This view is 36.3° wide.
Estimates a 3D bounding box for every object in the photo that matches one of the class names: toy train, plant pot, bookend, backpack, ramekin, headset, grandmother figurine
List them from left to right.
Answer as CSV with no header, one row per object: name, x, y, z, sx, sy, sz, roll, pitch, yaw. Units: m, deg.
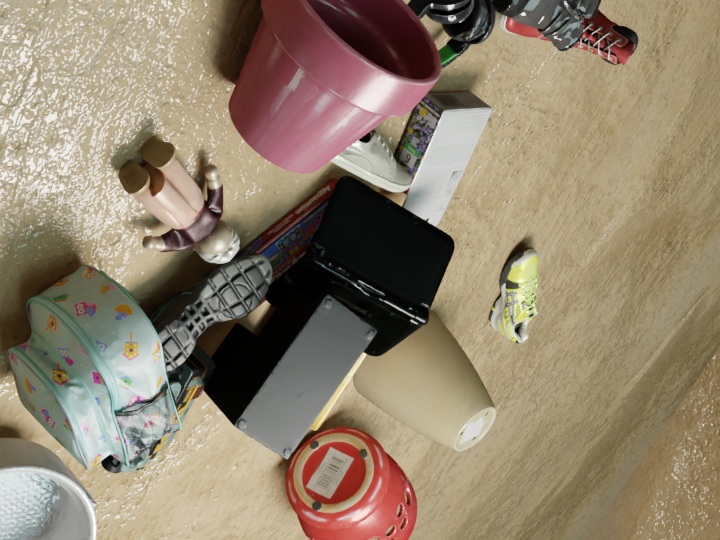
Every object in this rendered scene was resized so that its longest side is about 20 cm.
ramekin,-0.420,0.296,1.292,0.200,0.098,0.201,-10,115,-23
backpack,-0.298,0.105,1.214,0.153,0.176,0.201,-28,140,-36
toy train,-0.267,0.178,1.427,0.114,0.085,0.201,-10,134,-58
grandmother figurine,-0.199,-0.065,1.257,0.121,0.061,0.200,-38,146,2
bookend,-0.106,0.112,1.443,0.092,0.200,0.199,37,85,-27
plant pot,-0.042,-0.210,1.175,0.200,0.200,0.179,-4,144,-48
plant pot,-0.017,0.376,1.837,0.200,0.200,0.183,-40,146,-12
plant pot,0.122,0.197,1.805,0.187,0.200,0.188,-31,146,-24
headset,0.128,-0.316,1.338,0.200,0.094,0.123,-47,150,12

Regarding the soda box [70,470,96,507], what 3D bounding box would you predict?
soda box,-0.437,0.346,1.412,0.200,0.068,0.064,-48,149,0

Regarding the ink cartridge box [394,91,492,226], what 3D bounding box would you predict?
ink cartridge box,0.097,-0.150,1.530,0.109,0.050,0.201,-11,135,-45

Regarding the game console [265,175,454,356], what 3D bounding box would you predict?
game console,0.000,0.000,1.482,0.199,0.117,0.176,29,134,-24

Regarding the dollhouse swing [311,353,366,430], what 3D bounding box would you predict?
dollhouse swing,-0.061,0.098,1.630,0.181,0.176,0.200,27,108,-15

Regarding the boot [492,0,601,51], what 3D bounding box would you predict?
boot,0.260,-0.391,1.388,0.131,0.070,0.201,18,108,-31

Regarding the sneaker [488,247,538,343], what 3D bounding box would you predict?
sneaker,0.291,0.044,1.957,0.075,0.076,0.201,-25,141,-29

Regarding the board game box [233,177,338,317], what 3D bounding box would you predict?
board game box,-0.095,-0.029,1.460,0.200,0.019,0.103,-40,149,-13

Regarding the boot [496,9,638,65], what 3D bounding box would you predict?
boot,0.286,-0.324,1.474,0.199,0.144,0.073,-11,136,-43

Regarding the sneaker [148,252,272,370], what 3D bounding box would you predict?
sneaker,-0.200,0.039,1.354,0.200,0.079,0.076,-37,121,-13

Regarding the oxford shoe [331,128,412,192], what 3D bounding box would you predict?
oxford shoe,0.013,-0.150,1.405,0.058,0.075,0.200,-53,144,12
